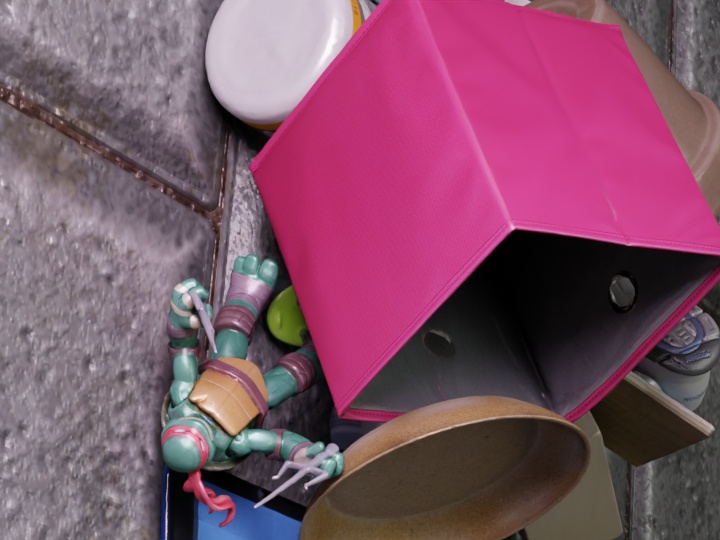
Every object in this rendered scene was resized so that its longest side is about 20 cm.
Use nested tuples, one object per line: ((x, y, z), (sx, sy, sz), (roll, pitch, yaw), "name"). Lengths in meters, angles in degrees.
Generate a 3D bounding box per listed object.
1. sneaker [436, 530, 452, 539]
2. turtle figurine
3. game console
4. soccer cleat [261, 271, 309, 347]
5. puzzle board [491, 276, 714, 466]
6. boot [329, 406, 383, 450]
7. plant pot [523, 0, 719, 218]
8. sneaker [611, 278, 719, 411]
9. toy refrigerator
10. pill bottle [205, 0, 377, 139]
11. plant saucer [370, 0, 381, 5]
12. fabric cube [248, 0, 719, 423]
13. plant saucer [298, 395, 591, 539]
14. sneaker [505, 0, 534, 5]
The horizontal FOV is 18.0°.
((0.074, 0.268, 1.611), (0.146, 0.080, 0.202), (17, 75, -41), "sneaker")
((-0.077, 0.072, 1.421), (0.150, 0.100, 0.200), (50, 31, -10), "turtle figurine")
((-0.034, 0.220, 1.447), (0.200, 0.170, 0.119), (29, 85, -51), "game console")
((0.000, 0.000, 1.600), (0.199, 0.081, 0.068), (-23, 122, -36), "soccer cleat")
((0.150, 0.073, 1.660), (0.199, 0.151, 0.017), (34, 72, -4), "puzzle board")
((0.056, 0.113, 1.644), (0.200, 0.073, 0.096), (41, 56, -44), "boot")
((0.172, -0.114, 1.757), (0.175, 0.199, 0.201), (56, 40, -29), "plant pot")
((0.179, 0.036, 1.666), (0.074, 0.200, 0.087), (-30, 143, -22), "sneaker")
((0.141, 0.148, 1.693), (0.200, 0.075, 0.070), (67, -2, -61), "toy refrigerator")
((-0.008, -0.125, 1.565), (0.200, 0.116, 0.117), (29, 59, -52), "pill bottle")
((0.031, -0.189, 1.612), (0.028, 0.200, 0.200), (-54, 141, 5), "plant saucer")
((0.080, -0.036, 1.451), (0.199, 0.196, 0.200), (7, 48, -37), "fabric cube")
((0.050, 0.133, 1.468), (0.200, 0.200, 0.036), (26, 37, -52), "plant saucer")
((0.112, -0.189, 1.828), (0.200, 0.073, 0.081), (32, 71, -45), "sneaker")
